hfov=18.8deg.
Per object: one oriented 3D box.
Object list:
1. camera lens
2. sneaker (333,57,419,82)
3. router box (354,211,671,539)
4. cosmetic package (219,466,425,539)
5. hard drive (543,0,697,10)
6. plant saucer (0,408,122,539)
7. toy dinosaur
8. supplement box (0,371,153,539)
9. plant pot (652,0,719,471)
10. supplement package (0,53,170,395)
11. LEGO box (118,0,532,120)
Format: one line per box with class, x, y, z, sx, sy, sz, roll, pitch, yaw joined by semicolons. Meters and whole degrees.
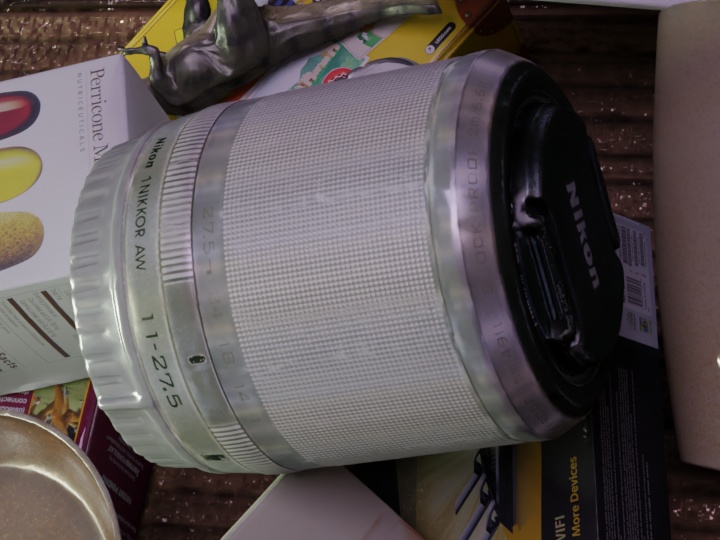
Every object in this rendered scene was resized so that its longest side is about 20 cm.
camera lens;0.000;0.000;0.910;0.199;0.160;0.161;-9;66;23
sneaker;-0.002;-0.003;1.036;0.087;0.074;0.201;32;108;44
router box;0.066;0.087;1.001;0.157;0.052;0.201;-25;57;43
cosmetic package;-0.051;0.169;0.904;0.087;0.200;0.103;41;121;4
hard drive;0.124;-0.146;1.042;0.199;0.132;0.027;3;105;-12
plant saucer;-0.186;0.161;0.985;0.200;0.034;0.201;-13;58;22
toy dinosaur;-0.065;-0.129;1.089;0.199;0.047;0.088;-21;78;7
supplement box;-0.172;0.104;1.088;0.110;0.086;0.201;4;69;19
plant pot;0.207;-0.003;0.983;0.187;0.187;0.201;11;88;21
supplement package;-0.183;-0.011;1.030;0.199;0.110;0.114;-12;63;11
LEGO box;-0.034;-0.094;1.133;0.149;0.077;0.200;40;84;27
